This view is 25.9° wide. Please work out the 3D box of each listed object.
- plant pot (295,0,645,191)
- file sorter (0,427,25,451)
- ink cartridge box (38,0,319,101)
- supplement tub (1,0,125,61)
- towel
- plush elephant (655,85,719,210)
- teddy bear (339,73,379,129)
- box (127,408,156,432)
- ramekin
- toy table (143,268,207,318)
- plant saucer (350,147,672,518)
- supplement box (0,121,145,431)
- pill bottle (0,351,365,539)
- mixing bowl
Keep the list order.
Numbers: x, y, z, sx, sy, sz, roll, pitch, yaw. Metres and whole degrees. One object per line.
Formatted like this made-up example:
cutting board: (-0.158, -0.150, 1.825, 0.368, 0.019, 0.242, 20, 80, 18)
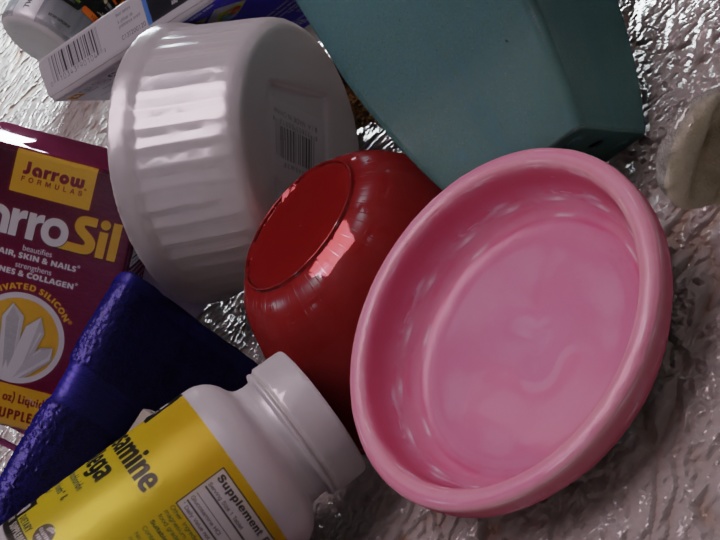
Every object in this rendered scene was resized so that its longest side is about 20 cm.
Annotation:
plant pot: (0.071, -0.143, 0.923, 0.141, 0.141, 0.201, -36, 71, 30)
file sorter: (-0.293, 0.159, 1.216, 0.139, 0.125, 0.200, -54, 26, 5)
ink cartridge box: (-0.114, -0.188, 1.224, 0.198, 0.200, 0.044, -25, 80, 36)
supplement tub: (-0.344, -0.355, 1.928, 0.122, 0.122, 0.201, -2, 56, 57)
towel: (-0.163, 0.115, 1.045, 0.049, 0.148, 0.201, 13, 69, 44)
plush elephant: (0.217, -0.052, 0.626, 0.165, 0.155, 0.200, -55, 27, -5)
teddy bear: (0.028, -0.164, 1.183, 0.200, 0.067, 0.145, -50, 17, 20)
box: (-0.143, 0.197, 0.976, 0.200, 0.095, 0.078, -57, 26, -11)
ramekin: (-0.080, -0.081, 1.092, 0.097, 0.201, 0.201, -7, 48, 27)
toy table: (-0.220, -0.004, 1.261, 0.199, 0.184, 0.117, -13, 34, -10)
plant saucer: (0.082, 0.035, 0.819, 0.200, 0.051, 0.201, -25, 51, 34)
supplement box: (-0.228, 0.008, 1.129, 0.103, 0.130, 0.201, -84, 9, -80)
pill bottle: (-0.100, 0.137, 0.880, 0.200, 0.113, 0.112, -36, 25, -10)
mixing bowl: (0.000, 0.000, 0.968, 0.200, 0.108, 0.201, -37, 31, 27)
